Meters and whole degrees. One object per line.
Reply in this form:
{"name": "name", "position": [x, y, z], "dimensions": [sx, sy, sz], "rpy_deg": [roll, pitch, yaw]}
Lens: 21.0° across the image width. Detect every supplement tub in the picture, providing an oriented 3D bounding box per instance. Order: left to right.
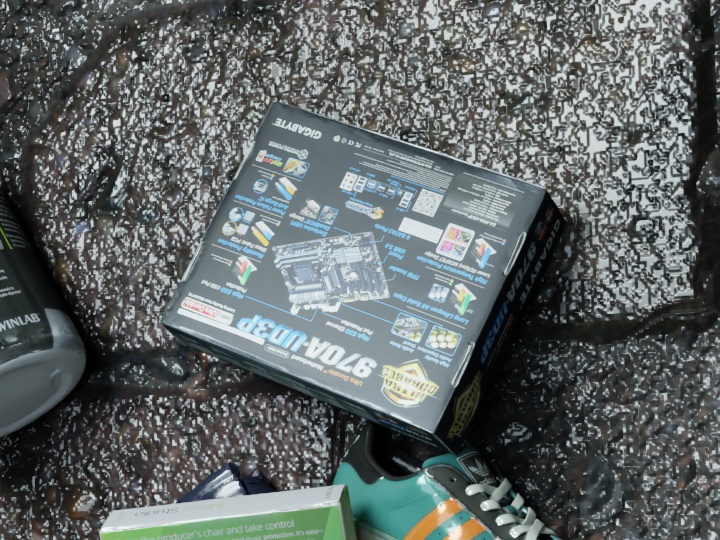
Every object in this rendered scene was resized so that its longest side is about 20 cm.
{"name": "supplement tub", "position": [-0.274, 0.005, 1.276], "dimensions": [0.122, 0.122, 0.201], "rpy_deg": [-38, 68, 18]}

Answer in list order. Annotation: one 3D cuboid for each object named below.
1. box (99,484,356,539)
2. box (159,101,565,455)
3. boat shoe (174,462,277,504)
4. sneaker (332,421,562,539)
{"name": "box", "position": [-0.063, 0.229, 1.131], "dimensions": [0.143, 0.036, 0.202], "rpy_deg": [-7, 105, 8]}
{"name": "box", "position": [0.000, 0.000, 1.155], "dimensions": [0.199, 0.046, 0.160], "rpy_deg": [19, 75, 27]}
{"name": "boat shoe", "position": [-0.107, 0.209, 1.205], "dimensions": [0.200, 0.075, 0.093], "rpy_deg": [-45, 53, 14]}
{"name": "sneaker", "position": [0.067, 0.147, 1.114], "dimensions": [0.199, 0.071, 0.081], "rpy_deg": [19, 97, 29]}
